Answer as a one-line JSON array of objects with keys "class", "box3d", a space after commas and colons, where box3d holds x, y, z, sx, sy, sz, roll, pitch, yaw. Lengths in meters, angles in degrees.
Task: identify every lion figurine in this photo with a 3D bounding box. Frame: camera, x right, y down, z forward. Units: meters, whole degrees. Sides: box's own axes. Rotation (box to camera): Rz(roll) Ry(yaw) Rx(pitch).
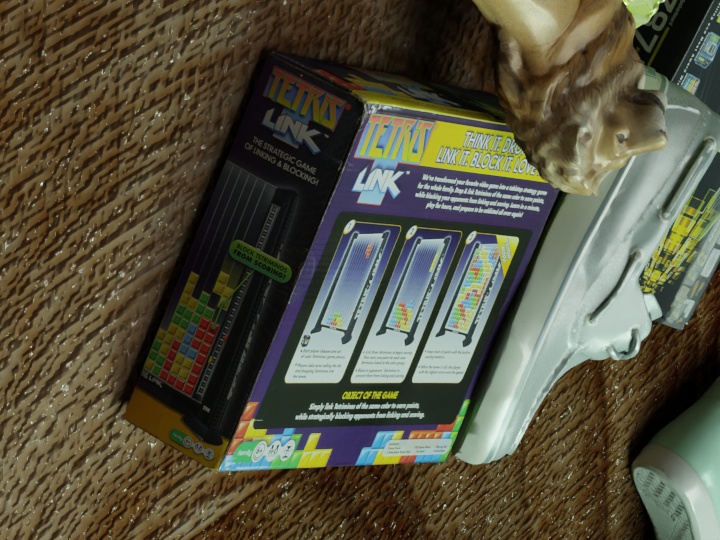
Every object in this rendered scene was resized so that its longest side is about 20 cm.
[{"class": "lion figurine", "box3d": [0.068, -0.126, 1.239, 0.200, 0.072, 0.123, 42, 68, -40]}]

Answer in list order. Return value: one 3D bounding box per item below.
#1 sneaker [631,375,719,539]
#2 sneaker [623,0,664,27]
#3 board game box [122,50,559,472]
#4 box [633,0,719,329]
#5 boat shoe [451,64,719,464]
[{"class": "sneaker", "box3d": [0.228, 0.135, 1.770, 0.118, 0.074, 0.201, -44, 146, -18]}, {"class": "sneaker", "box3d": [0.129, -0.157, 1.336, 0.075, 0.076, 0.201, -3, 119, -61]}, {"class": "board game box", "box3d": [0.000, 0.000, 1.285, 0.200, 0.057, 0.166, 5, 109, -61]}, {"class": "box", "box3d": [0.160, -0.077, 1.492, 0.201, 0.049, 0.161, -63, 154, 5]}, {"class": "boat shoe", "box3d": [0.109, 0.006, 1.388, 0.202, 0.071, 0.070, -64, -173, 4]}]
